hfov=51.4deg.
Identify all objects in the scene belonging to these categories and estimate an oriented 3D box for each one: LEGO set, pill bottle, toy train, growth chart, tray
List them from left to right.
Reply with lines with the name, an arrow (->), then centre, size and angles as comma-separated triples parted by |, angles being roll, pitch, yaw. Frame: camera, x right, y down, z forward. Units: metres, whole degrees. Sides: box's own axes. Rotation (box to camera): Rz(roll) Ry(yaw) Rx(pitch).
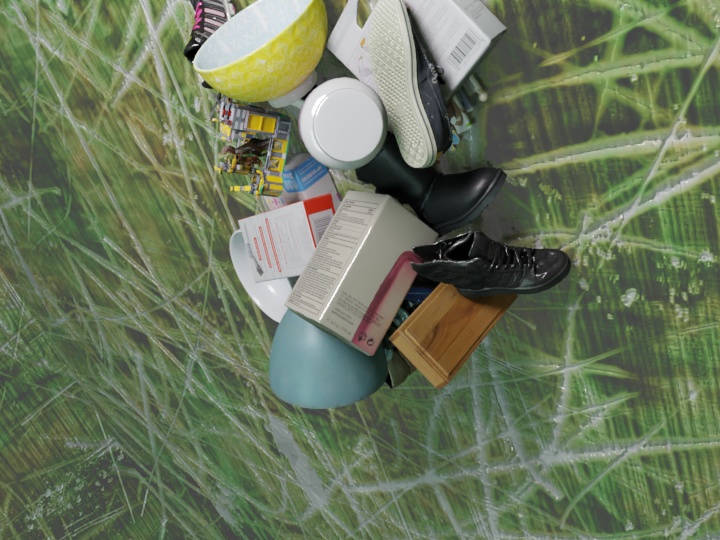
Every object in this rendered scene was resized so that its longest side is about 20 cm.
LEGO set -> -0.195, -0.200, 1.168 | 0.200, 0.114, 0.156 | 49, 127, 50
pill bottle -> -0.024, -0.188, 0.957 | 0.113, 0.112, 0.200 | 56, -179, -13
toy train -> 0.051, 0.070, 1.279 | 0.114, 0.085, 0.201 | 47, 146, 16
growth chart -> 0.089, -0.225, 1.007 | 0.145, 0.018, 0.200 | 48, 146, -2
tray -> 0.138, 0.066, 1.073 | 0.099, 0.200, 0.037 | 45, 146, 2

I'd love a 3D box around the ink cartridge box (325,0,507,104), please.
ink cartridge box -> 0.060, -0.286, 0.923 | 0.174, 0.044, 0.200 | 47, 146, 2

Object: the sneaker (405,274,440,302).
sneaker -> 0.074, 0.005, 1.166 | 0.197, 0.079, 0.070 | 5, 167, 13

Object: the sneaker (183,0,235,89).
sneaker -> -0.232, -0.357, 1.128 | 0.074, 0.087, 0.202 | -35, 75, 60

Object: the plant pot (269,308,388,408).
plant pot -> -0.057, 0.110, 1.214 | 0.198, 0.199, 0.137 | 15, 120, 37

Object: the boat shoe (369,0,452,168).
boat shoe -> 0.063, -0.226, 0.895 | 0.074, 0.062, 0.203 | -2, 109, 54

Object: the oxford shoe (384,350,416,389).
oxford shoe -> 0.012, 0.134, 1.380 | 0.199, 0.074, 0.071 | 39, 145, 12

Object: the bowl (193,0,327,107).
bowl -> -0.117, -0.291, 1.023 | 0.198, 0.201, 0.108 | 5, 141, 44

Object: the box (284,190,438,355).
box -> 0.000, 0.000, 1.073 | 0.108, 0.202, 0.127 | 34, 172, -29

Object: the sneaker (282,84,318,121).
sneaker -> -0.083, -0.248, 1.122 | 0.199, 0.074, 0.080 | 33, 148, 20

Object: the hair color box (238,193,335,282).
hair color box -> -0.112, -0.049, 1.204 | 0.199, 0.063, 0.113 | -8, 99, 50

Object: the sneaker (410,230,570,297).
sneaker -> 0.175, -0.013, 1.011 | 0.197, 0.061, 0.104 | -11, 141, 25

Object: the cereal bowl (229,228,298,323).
cereal bowl -> -0.155, -0.004, 1.407 | 0.199, 0.083, 0.202 | 36, 146, 30

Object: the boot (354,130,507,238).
boot -> 0.089, -0.130, 1.023 | 0.162, 0.074, 0.198 | 39, 156, -9

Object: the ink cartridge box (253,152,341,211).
ink cartridge box -> -0.087, -0.094, 1.273 | 0.114, 0.068, 0.202 | 3, 125, 46
